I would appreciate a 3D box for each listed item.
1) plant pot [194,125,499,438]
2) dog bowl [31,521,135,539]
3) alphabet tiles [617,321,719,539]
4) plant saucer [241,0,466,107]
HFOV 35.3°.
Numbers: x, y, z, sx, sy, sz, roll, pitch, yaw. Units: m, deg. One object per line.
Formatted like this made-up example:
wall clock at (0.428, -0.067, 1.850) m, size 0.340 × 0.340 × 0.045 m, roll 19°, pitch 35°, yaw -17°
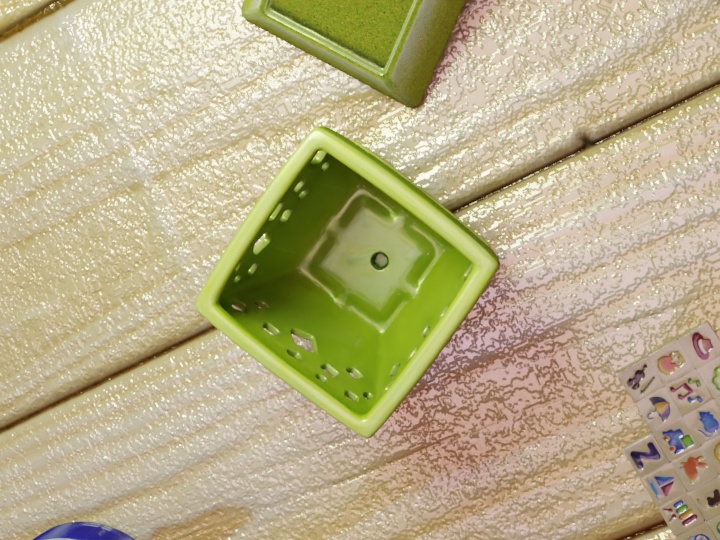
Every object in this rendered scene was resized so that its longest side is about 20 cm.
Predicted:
plant pot at (0.000, 0.000, 1.028) m, size 0.199 × 0.181 × 0.200 m, roll 37°, pitch 103°, yaw 3°
dog bowl at (-0.299, 0.373, 1.195) m, size 0.198 × 0.079 × 0.202 m, roll 2°, pitch 98°, yaw 10°
alphabet tiles at (0.339, 0.158, 1.079) m, size 0.166 × 0.008 × 0.201 m, roll -32°, pitch 92°, yaw 14°
plant saucer at (-0.004, -0.268, 1.024) m, size 0.199 × 0.048 × 0.201 m, roll 28°, pitch 122°, yaw 5°
